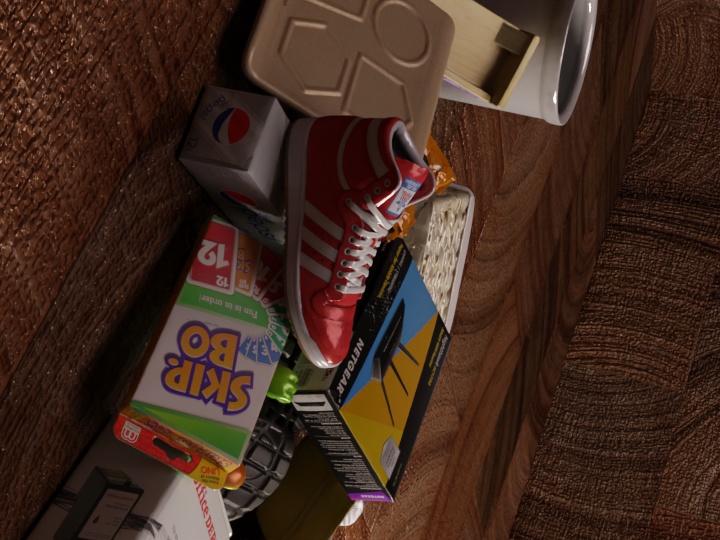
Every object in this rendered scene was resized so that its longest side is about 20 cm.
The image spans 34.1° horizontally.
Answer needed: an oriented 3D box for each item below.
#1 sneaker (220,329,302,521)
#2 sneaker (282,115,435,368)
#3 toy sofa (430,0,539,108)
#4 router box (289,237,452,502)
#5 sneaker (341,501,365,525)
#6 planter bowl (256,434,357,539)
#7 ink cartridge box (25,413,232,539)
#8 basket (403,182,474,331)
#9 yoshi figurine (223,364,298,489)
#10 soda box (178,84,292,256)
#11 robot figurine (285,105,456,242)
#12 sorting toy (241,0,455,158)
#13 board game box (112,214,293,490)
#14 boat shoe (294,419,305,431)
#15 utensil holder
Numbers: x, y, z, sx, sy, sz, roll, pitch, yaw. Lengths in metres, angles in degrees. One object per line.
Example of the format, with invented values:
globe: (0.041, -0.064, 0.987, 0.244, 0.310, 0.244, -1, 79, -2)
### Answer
sneaker: (-0.095, 0.130, 1.060, 0.075, 0.079, 0.201, 38, 72, -38)
sneaker: (0.002, -0.024, 0.920, 0.071, 0.112, 0.201, -4, 91, -63)
toy sofa: (0.069, -0.243, 1.158, 0.199, 0.098, 0.083, 23, 98, -33)
router box: (0.013, 0.085, 1.070, 0.150, 0.051, 0.201, 62, 37, -35)
sneaker: (-0.007, 0.199, 1.390, 0.115, 0.075, 0.201, -44, 140, -54)
planter bowl: (-0.051, 0.231, 1.224, 0.201, 0.083, 0.200, -52, 175, -6)
ink cartridge box: (-0.184, 0.231, 0.870, 0.147, 0.084, 0.200, 85, 26, -43)
basket: (0.029, -0.003, 1.265, 0.123, 0.135, 0.201, -9, 112, -66)
yoshi figurine: (-0.103, 0.077, 0.987, 0.112, 0.112, 0.201, 74, 29, -84)
soda box: (-0.081, -0.076, 0.988, 0.200, 0.063, 0.069, 59, 47, -65)
robot figurine: (-0.002, -0.132, 1.055, 0.200, 0.058, 0.145, 54, 51, -14)
sorting toy: (-0.007, -0.191, 1.010, 0.200, 0.036, 0.186, 33, 57, -30)
board game box: (-0.110, 0.059, 0.894, 0.030, 0.095, 0.201, -36, -152, 51)
boat shoe: (-0.059, 0.125, 1.199, 0.202, 0.064, 0.075, 62, 45, -65)
utensil holder: (0.149, -0.266, 1.320, 0.170, 0.199, 0.171, 14, 90, -73)
